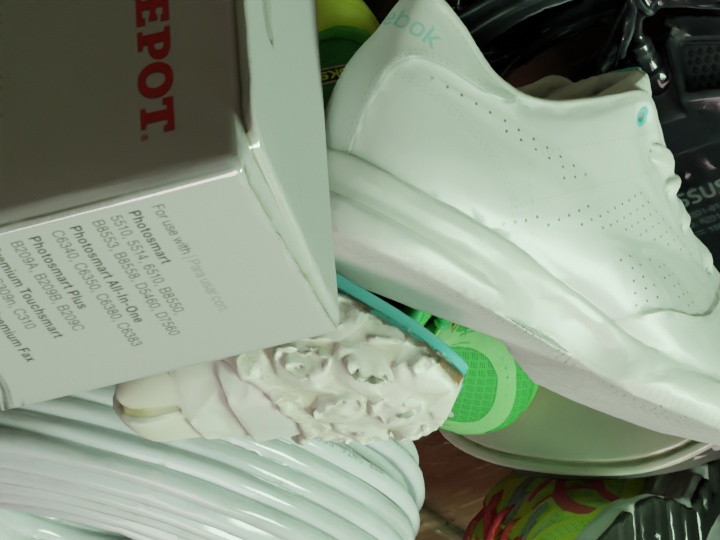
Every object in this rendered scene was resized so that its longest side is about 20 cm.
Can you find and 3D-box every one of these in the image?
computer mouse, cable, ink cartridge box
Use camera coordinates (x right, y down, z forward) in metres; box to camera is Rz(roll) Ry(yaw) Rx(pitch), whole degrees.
[{"bbox_3d":[0.117,-0.033,0.872,0.138,0.053,0.200,-16,125,21],"label":"computer mouse"},{"bbox_3d":[-0.080,0.065,0.939,0.200,0.069,0.200,24,158,-22],"label":"cable"},{"bbox_3d":[-0.112,-0.040,0.755,0.200,0.146,0.084,-12,144,11],"label":"ink cartridge box"}]

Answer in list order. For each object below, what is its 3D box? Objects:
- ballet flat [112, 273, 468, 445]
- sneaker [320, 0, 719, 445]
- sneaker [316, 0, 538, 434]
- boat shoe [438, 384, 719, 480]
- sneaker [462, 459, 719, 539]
[{"bbox_3d":[-0.064,0.010,0.818,0.200,0.072,0.072,29,155,23],"label":"ballet flat"},{"bbox_3d":[0.071,-0.010,0.824,0.200,0.089,0.075,31,166,-38],"label":"sneaker"},{"bbox_3d":[0.000,0.000,0.881,0.074,0.084,0.200,-14,142,17],"label":"sneaker"},{"bbox_3d":[0.124,0.031,0.964,0.200,0.067,0.057,-13,165,17],"label":"boat shoe"},{"bbox_3d":[0.072,0.104,0.992,0.090,0.078,0.200,-2,-170,21],"label":"sneaker"}]
